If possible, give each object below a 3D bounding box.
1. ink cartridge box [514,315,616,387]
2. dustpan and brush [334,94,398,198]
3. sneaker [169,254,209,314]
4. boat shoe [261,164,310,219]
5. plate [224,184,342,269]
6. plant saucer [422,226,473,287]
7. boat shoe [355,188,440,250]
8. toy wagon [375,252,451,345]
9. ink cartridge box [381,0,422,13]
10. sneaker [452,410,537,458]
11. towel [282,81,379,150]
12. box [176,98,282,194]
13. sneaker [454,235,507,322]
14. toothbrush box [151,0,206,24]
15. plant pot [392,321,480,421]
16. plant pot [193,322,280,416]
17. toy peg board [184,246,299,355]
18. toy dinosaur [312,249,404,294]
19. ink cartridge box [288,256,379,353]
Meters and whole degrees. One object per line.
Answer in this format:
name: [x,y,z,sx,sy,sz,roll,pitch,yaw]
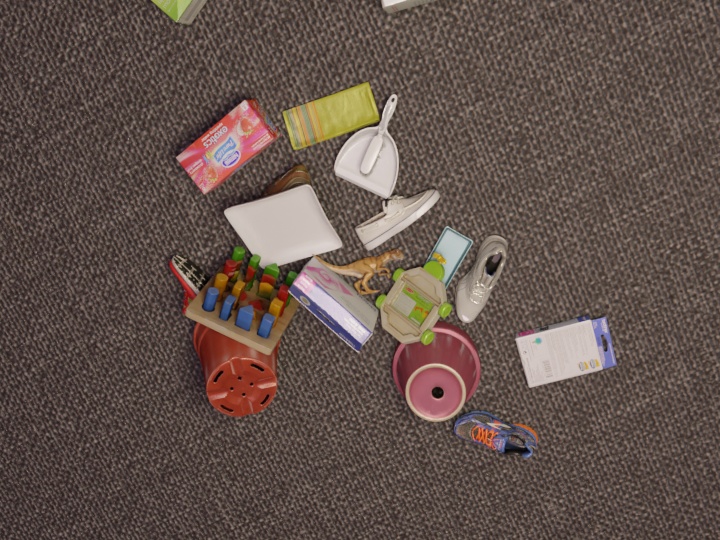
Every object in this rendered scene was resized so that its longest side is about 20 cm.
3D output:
ink cartridge box: [0.450,0.174,1.663,0.197,0.042,0.121,-15,102,12]
dustpan and brush: [0.035,-0.269,1.584,0.138,0.057,0.202,25,98,8]
sneaker: [-0.377,0.061,1.710,0.084,0.077,0.201,-31,98,18]
boat shoe: [-0.177,-0.150,1.640,0.199,0.069,0.072,-35,134,29]
plate: [-0.162,-0.097,1.623,0.197,0.033,0.201,-16,137,13]
plant saucer: [0.169,0.004,1.663,0.069,0.019,0.202,28,105,-1]
boat shoe: [0.075,-0.124,1.618,0.199,0.071,0.070,-33,101,20]
toy wagon: [0.127,0.057,1.625,0.155,0.039,0.201,37,97,34]
ink cartridge box: [0.123,-0.594,1.452,0.197,0.145,0.147,-13,102,9]
sneaker: [0.306,0.372,1.708,0.197,0.078,0.076,10,104,3]
towel: [-0.063,-0.326,1.606,0.197,0.018,0.087,-17,102,10]
box: [-0.277,-0.264,1.605,0.199,0.096,0.100,-35,99,13]
sneaker: [0.256,0.023,1.623,0.074,0.087,0.202,20,106,-1]
toothbrush box: [-0.394,-0.624,1.534,0.200,0.086,0.146,41,104,-3]
plant pot: [0.163,0.229,1.637,0.197,0.179,0.203,2,103,6]
plant pot: [-0.261,0.196,1.636,0.198,0.196,0.203,-5,118,-10]
toy peg board: [-0.236,0.050,1.612,0.198,0.200,0.099,24,121,2]
toy dinosaur: [0.000,0.000,1.669,0.197,0.060,0.108,-11,89,-1]
ink cartridge box: [-0.051,0.065,1.608,0.196,0.200,0.043,41,105,-6]
